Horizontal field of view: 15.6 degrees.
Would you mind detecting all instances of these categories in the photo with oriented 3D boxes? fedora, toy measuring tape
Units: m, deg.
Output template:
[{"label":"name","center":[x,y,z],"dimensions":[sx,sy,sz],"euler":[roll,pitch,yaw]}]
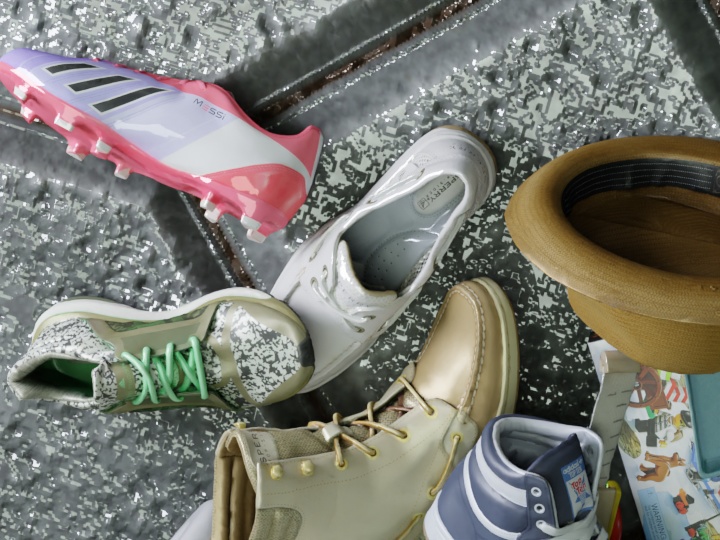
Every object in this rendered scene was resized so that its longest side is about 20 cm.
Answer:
[{"label":"fedora","center":[0.177,0.000,1.453],"dimensions":[0.199,0.201,0.082],"euler":[9,124,8]},{"label":"toy measuring tape","center":[0.124,0.116,1.530],"dimensions":[0.073,0.074,0.201],"euler":[14,122,6]}]

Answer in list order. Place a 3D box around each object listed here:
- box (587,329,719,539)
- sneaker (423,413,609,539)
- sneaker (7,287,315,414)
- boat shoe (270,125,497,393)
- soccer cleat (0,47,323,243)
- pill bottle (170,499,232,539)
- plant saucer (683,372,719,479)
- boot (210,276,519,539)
[{"label":"box","center":[0.226,0.113,1.538],"dimensions":[0.136,0.038,0.201],"euler":[-15,101,14]},{"label":"sneaker","center":[0.128,0.164,1.455],"dimensions":[0.200,0.070,0.109],"euler":[39,131,18]},{"label":"sneaker","center":[-0.122,0.061,1.546],"dimensions":[0.198,0.089,0.078],"euler":[-4,109,26]},{"label":"boat shoe","center":[0.000,0.000,1.532],"dimensions":[0.071,0.069,0.200],"euler":[38,111,-3]},{"label":"soccer cleat","center":[-0.118,-0.089,1.543],"dimensions":[0.199,0.067,0.077],"euler":[28,77,8]},{"label":"pill bottle","center":[-0.048,0.241,1.583],"dimensions":[0.200,0.112,0.112],"euler":[40,108,-3]},{"label":"plant saucer","center":[0.277,0.061,1.487],"dimensions":[0.198,0.019,0.071],"euler":[-13,103,-12]},{"label":"boot","center":[0.000,0.094,1.522],"dimensions":[0.154,0.073,0.201],"euler":[6,115,-29]}]
